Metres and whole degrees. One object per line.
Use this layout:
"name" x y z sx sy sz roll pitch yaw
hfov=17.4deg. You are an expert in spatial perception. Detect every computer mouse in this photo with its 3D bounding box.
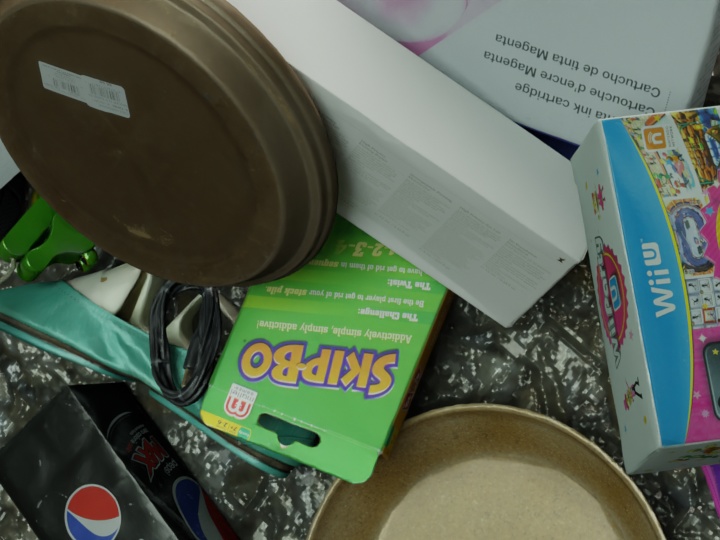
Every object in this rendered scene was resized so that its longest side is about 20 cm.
"computer mouse" -0.060 -0.024 1.198 0.058 0.034 0.201 12 76 30

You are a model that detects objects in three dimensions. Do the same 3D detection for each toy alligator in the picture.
"toy alligator" -0.145 -0.028 1.222 0.054 0.059 0.200 34 66 -9

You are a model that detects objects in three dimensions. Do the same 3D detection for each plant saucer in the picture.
"plant saucer" 0.066 0.165 1.160 0.200 0.035 0.201 0 89 24
"plant saucer" -0.102 -0.065 1.105 0.200 0.029 0.200 23 142 20

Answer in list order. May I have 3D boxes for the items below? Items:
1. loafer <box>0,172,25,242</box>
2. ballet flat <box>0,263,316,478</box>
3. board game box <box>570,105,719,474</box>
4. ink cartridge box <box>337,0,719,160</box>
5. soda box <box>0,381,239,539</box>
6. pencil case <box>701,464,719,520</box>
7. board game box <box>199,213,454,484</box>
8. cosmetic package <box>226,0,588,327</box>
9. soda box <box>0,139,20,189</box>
"loafer" -0.221 -0.114 1.278 0.063 0.072 0.201 2 93 28
"ballet flat" -0.103 0.036 1.226 0.200 0.067 0.071 26 90 18
"board game box" 0.204 0.001 1.028 0.199 0.064 0.148 -7 77 -9
"ink cartridge box" 0.068 -0.119 1.090 0.196 0.043 0.201 20 117 16
"soda box" -0.103 0.154 1.220 0.071 0.063 0.200 -43 74 17
"pencil case" 0.211 0.135 1.070 0.088 0.088 0.201 -21 78 22
"board game box" 0.000 0.000 1.166 0.095 0.030 0.200 20 79 15
"cosmetic package" 0.014 -0.060 1.099 0.200 0.083 0.051 34 60 -6
"soda box" -0.158 -0.114 1.209 0.200 0.068 0.063 -42 107 0
